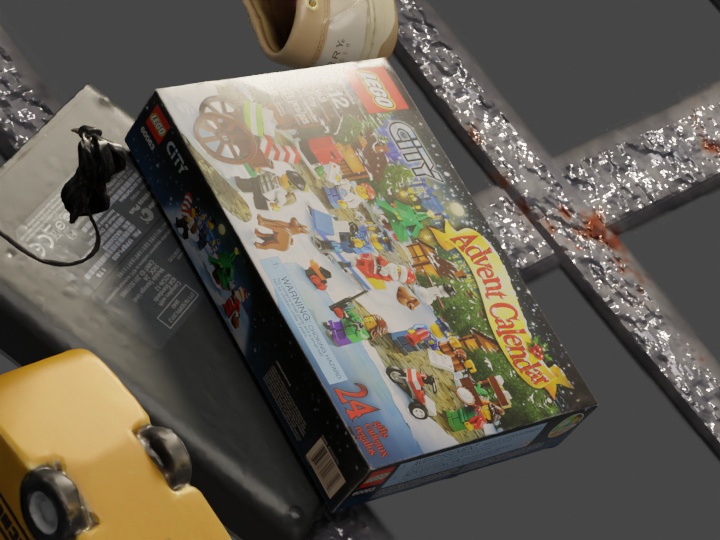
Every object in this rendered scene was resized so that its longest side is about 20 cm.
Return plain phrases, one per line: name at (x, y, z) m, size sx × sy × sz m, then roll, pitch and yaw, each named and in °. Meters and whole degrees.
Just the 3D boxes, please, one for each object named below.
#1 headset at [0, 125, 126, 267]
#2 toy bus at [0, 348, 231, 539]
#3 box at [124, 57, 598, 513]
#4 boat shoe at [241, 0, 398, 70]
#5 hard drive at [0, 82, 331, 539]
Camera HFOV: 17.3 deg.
headset at (-0.186, 0.001, 0.917) m, size 0.200 × 0.094 × 0.124 m, roll -23°, pitch 77°, yaw -26°
toy bus at (-0.086, 0.126, 0.903) m, size 0.065 × 0.078 × 0.200 m, roll -20°, pitch 68°, yaw -43°
box at (0.000, 0.000, 1.044) m, size 0.136 × 0.038 × 0.200 m, roll -13°, pitch 63°, yaw -39°
boat shoe at (-0.044, -0.184, 1.188) m, size 0.069 × 0.074 × 0.200 m, roll 1°, pitch 56°, yaw -40°
hard drive at (-0.078, 0.020, 1.028) m, size 0.200 × 0.033 × 0.140 m, roll 38°, pitch 43°, yaw 0°
